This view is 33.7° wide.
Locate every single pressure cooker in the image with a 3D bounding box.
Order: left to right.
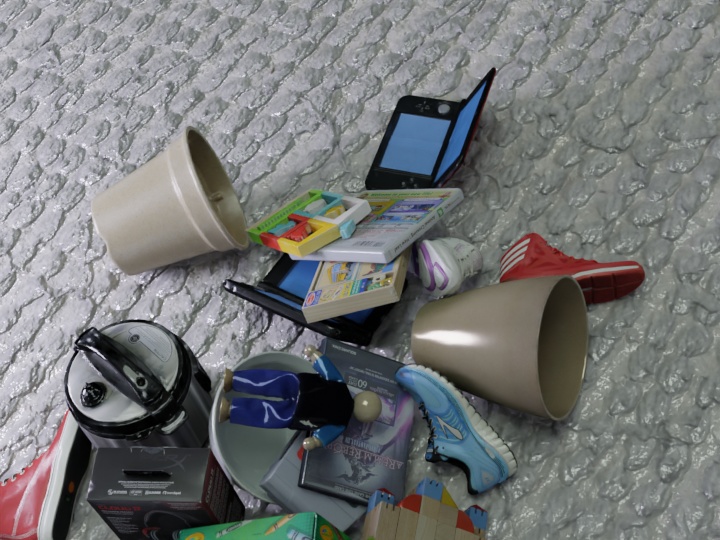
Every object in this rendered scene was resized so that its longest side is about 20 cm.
[{"bbox_3d":[-0.296,0.165,1.585,0.176,0.200,0.179,-5,54,9],"label":"pressure cooker"}]

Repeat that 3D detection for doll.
[{"bbox_3d":[-0.071,0.157,1.477,0.200,0.048,0.137,7,64,-5],"label":"doll"}]

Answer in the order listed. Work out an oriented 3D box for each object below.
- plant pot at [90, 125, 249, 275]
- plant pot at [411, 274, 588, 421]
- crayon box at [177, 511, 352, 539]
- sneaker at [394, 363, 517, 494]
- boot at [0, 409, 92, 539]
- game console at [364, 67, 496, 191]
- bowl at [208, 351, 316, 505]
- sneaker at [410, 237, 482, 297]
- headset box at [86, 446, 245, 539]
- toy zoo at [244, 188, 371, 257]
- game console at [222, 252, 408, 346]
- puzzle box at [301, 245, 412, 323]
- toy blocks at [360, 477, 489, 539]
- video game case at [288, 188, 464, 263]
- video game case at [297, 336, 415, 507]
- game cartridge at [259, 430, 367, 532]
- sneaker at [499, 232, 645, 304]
[{"bbox_3d":[-0.293,-0.087,1.780,0.183,0.201,0.201,-24,54,7],"label":"plant pot"},{"bbox_3d":[0.175,0.094,1.569,0.200,0.187,0.188,4,55,30],"label":"plant pot"},{"bbox_3d":[-0.110,0.349,1.434,0.200,0.119,0.058,-13,51,27],"label":"crayon box"},{"bbox_3d":[0.109,0.204,1.532,0.090,0.078,0.200,-40,76,-7],"label":"sneaker"},{"bbox_3d":[-0.452,0.274,1.623,0.144,0.072,0.200,3,60,15],"label":"boot"},{"bbox_3d":[0.106,-0.215,1.818,0.172,0.119,0.200,11,58,18],"label":"game console"},{"bbox_3d":[-0.121,0.212,1.561,0.201,0.090,0.201,11,69,-30],"label":"bowl"},{"bbox_3d":[0.127,-0.016,1.654,0.099,0.075,0.200,-7,13,-4],"label":"sneaker"},{"bbox_3d":[-0.242,0.287,1.489,0.148,0.200,0.075,-1,55,10],"label":"headset box"},{"bbox_3d":[-0.072,-0.070,1.744,0.131,0.020,0.200,-34,25,-21],"label":"toy zoo"},{"bbox_3d":[-0.063,0.019,1.696,0.200,0.176,0.117,22,91,25],"label":"game console"},{"bbox_3d":[0.000,0.000,1.643,0.133,0.025,0.200,-15,24,16],"label":"puzzle box"},{"bbox_3d":[0.082,0.320,1.445,0.200,0.100,0.137,22,51,-11],"label":"toy blocks"},{"bbox_3d":[0.021,-0.066,1.709,0.200,0.022,0.182,2,33,46],"label":"video game case"},{"bbox_3d":[0.001,0.199,1.531,0.143,0.019,0.200,20,60,-21],"label":"video game case"},{"bbox_3d":[-0.026,0.242,1.530,0.133,0.041,0.200,45,55,-11],"label":"game cartridge"},{"bbox_3d":[0.290,-0.014,1.668,0.200,0.078,0.116,-9,56,4],"label":"sneaker"}]
